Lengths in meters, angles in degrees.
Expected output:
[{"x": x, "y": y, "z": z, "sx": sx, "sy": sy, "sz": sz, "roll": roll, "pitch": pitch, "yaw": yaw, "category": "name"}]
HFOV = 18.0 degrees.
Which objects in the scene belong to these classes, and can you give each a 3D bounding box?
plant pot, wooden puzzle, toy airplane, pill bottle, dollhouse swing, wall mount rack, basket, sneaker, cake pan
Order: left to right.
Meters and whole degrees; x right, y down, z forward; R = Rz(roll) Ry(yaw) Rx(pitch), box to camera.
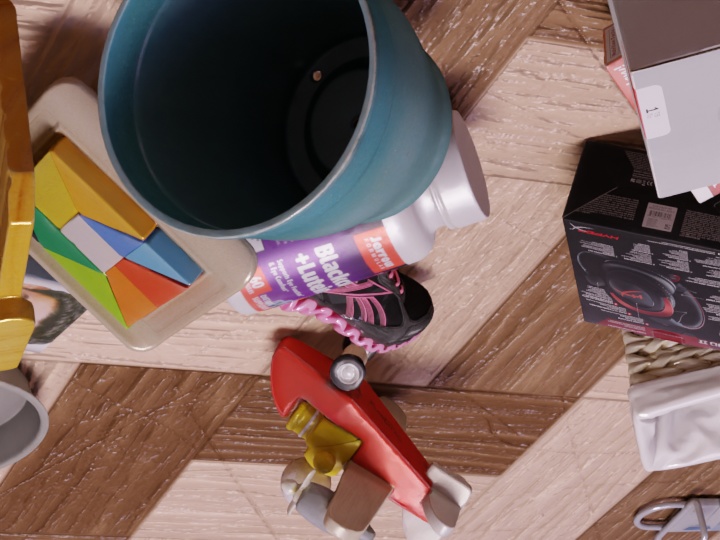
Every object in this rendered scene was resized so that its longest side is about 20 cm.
[{"x": -0.290, "y": -0.056, "z": 1.462, "sx": 0.180, "sy": 0.201, "sz": 0.176, "roll": -9, "pitch": 152, "yaw": -3, "category": "dollhouse swing"}, {"x": -0.363, "y": 0.122, "z": 1.914, "sx": 0.199, "sy": 0.037, "sz": 0.201, "roll": -8, "pitch": 150, "yaw": -5, "category": "cake pan"}, {"x": -0.178, "y": -0.029, "z": 1.570, "sx": 0.185, "sy": 0.037, "sz": 0.200, "roll": 45, "pitch": 148, "yaw": -8, "category": "wooden puzzle"}, {"x": -0.038, "y": -0.108, "z": 1.481, "sx": 0.199, "sy": 0.201, "sz": 0.188, "roll": -24, "pitch": 163, "yaw": 22, "category": "plant pot"}, {"x": -0.011, "y": -0.047, "z": 1.660, "sx": 0.199, "sy": 0.112, "sz": 0.111, "roll": -18, "pitch": 150, "yaw": 13, "category": "pill bottle"}, {"x": -0.001, "y": 0.166, "z": 1.948, "sx": 0.141, "sy": 0.200, "sz": 0.200, "roll": -34, "pitch": 146, "yaw": 19, "category": "toy airplane"}, {"x": 0.000, "y": 0.000, "z": 1.798, "sx": 0.199, "sy": 0.079, "sz": 0.095, "roll": 20, "pitch": 127, "yaw": -44, "category": "sneaker"}, {"x": 0.377, "y": 0.301, "z": 2.431, "sx": 0.198, "sy": 0.075, "sz": 0.174, "roll": 2, "pitch": 148, "yaw": -19, "category": "wall mount rack"}, {"x": 0.324, "y": 0.077, "z": 1.976, "sx": 0.198, "sy": 0.124, "sz": 0.136, "roll": -14, "pitch": 150, "yaw": 5, "category": "basket"}]

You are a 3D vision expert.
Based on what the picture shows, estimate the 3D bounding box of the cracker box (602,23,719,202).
[{"x": 0.284, "y": -0.151, "z": 1.566, "sx": 0.199, "sy": 0.058, "sz": 0.134, "roll": -29, "pitch": 118, "yaw": 22, "category": "cracker box"}]

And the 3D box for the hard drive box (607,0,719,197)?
[{"x": 0.192, "y": -0.174, "z": 1.417, "sx": 0.076, "sy": 0.201, "sz": 0.156, "roll": -14, "pitch": 150, "yaw": 7, "category": "hard drive box"}]

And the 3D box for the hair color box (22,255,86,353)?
[{"x": -0.301, "y": -0.002, "z": 1.696, "sx": 0.199, "sy": 0.061, "sz": 0.099, "roll": 13, "pitch": 143, "yaw": -37, "category": "hair color box"}]

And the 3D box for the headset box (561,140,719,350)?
[{"x": 0.246, "y": -0.010, "z": 1.793, "sx": 0.148, "sy": 0.075, "sz": 0.200, "roll": 12, "pitch": 155, "yaw": 18, "category": "headset box"}]
